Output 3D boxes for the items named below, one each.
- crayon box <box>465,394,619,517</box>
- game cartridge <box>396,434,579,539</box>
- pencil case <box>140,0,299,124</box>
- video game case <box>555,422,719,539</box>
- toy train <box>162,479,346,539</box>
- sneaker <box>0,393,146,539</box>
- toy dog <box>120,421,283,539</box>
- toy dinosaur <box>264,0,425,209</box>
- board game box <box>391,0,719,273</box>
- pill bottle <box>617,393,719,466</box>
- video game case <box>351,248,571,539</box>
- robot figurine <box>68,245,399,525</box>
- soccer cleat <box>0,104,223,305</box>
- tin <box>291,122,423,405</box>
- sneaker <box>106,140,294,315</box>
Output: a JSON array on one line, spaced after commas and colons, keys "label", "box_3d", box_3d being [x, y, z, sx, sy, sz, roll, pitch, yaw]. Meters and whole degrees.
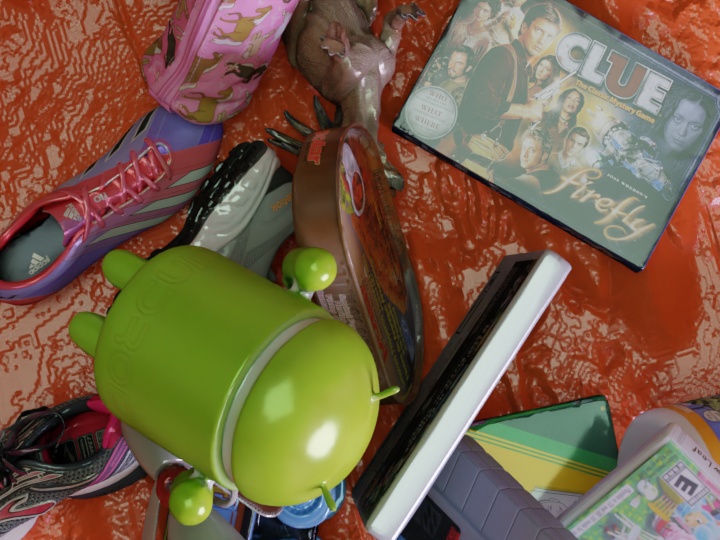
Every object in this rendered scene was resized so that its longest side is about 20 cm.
[{"label": "crayon box", "box_3d": [0.126, 0.194, 1.167, 0.117, 0.058, 0.203, -11, 87, -1]}, {"label": "game cartridge", "box_3d": [0.058, 0.222, 1.111, 0.129, 0.038, 0.202, 39, 116, 40]}, {"label": "pencil case", "box_3d": [-0.080, -0.176, 1.109, 0.085, 0.200, 0.084, 2, 60, -21]}, {"label": "video game case", "box_3d": [0.192, 0.212, 1.065, 0.182, 0.022, 0.200, 44, 128, 2]}, {"label": "toy train", "box_3d": [-0.068, 0.141, 1.160, 0.113, 0.087, 0.203, 10, 87, 7]}, {"label": "sneaker", "box_3d": [-0.233, 0.132, 1.157, 0.198, 0.075, 0.081, -28, 71, 2]}, {"label": "toy dog", "box_3d": [-0.087, 0.176, 1.088, 0.130, 0.096, 0.202, -9, 66, 16]}, {"label": "toy dinosaur", "box_3d": [-0.022, -0.148, 1.177, 0.085, 0.136, 0.202, 1, 55, -25]}, {"label": "board game box", "box_3d": [0.139, -0.108, 1.194, 0.199, 0.035, 0.137, 29, 87, 2]}, {"label": "pill bottle", "box_3d": [0.277, 0.128, 1.124, 0.198, 0.112, 0.114, -10, 87, -23]}, {"label": "video game case", "box_3d": [0.060, 0.076, 1.112, 0.023, 0.182, 0.201, 34, 88, -2]}, {"label": "robot figurine", "box_3d": [-0.074, 0.060, 1.009, 0.199, 0.116, 0.177, 26, 86, 28]}, {"label": "soccer cleat", "box_3d": [-0.174, -0.047, 1.172, 0.199, 0.076, 0.067, -38, 87, -1]}, {"label": "tin", "box_3d": [0.000, 0.000, 1.124, 0.041, 0.113, 0.202, -8, 125, 13]}, {"label": "sneaker", "box_3d": [-0.107, 0.010, 1.173, 0.079, 0.074, 0.200, 40, 94, -22]}]
